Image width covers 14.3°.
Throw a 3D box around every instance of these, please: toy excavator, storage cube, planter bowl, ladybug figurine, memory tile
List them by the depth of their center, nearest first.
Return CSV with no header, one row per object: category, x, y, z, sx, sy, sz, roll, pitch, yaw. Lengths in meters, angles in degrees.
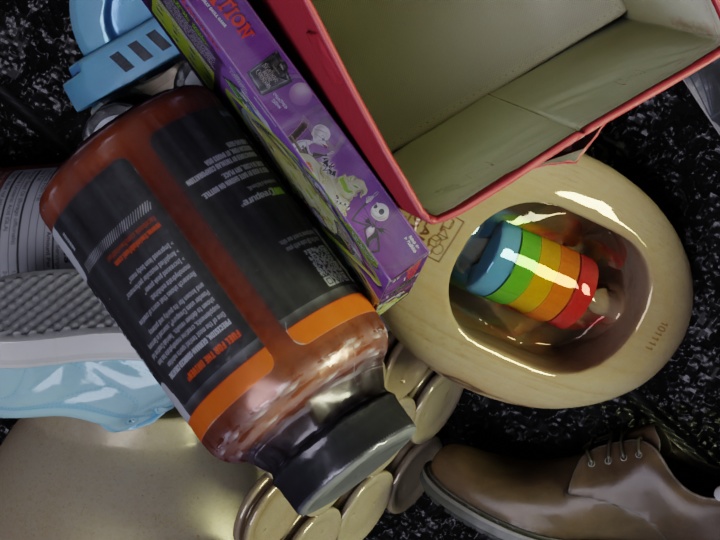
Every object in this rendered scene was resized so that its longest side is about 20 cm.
storage cube,0.039,-0.145,1.347,0.171,0.180,0.200,-31,106,-8
toy excavator,-0.092,-0.169,1.476,0.194,0.100,0.200,-28,97,27
ladybug figurine,0.079,-0.005,1.478,0.200,0.072,0.136,27,101,-29
memory tile,-0.005,0.095,1.520,0.017,0.200,0.154,32,126,23
planter bowl,-0.120,0.123,1.583,0.200,0.200,0.135,8,107,15

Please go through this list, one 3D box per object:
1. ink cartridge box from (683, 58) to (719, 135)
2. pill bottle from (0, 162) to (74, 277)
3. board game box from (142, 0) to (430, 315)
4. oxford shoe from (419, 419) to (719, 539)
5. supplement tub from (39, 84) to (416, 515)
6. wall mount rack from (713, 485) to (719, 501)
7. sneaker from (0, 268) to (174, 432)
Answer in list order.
ink cartridge box,0.203,-0.121,1.425,0.099,0.039,0.200,-29,104,30
pill bottle,-0.157,-0.003,1.567,0.199,0.112,0.112,-3,115,20
board game box,-0.039,-0.072,1.366,0.032,0.120,0.200,-35,85,-4
oxford shoe,0.133,0.114,1.561,0.199,0.073,0.085,10,111,5
supplement tub,-0.059,0.017,1.374,0.107,0.107,0.200,-42,78,31
wall mount rack,0.272,0.170,1.489,0.173,0.201,0.075,5,160,-22
sneaker,-0.106,0.043,1.484,0.199,0.074,0.082,1,133,4
